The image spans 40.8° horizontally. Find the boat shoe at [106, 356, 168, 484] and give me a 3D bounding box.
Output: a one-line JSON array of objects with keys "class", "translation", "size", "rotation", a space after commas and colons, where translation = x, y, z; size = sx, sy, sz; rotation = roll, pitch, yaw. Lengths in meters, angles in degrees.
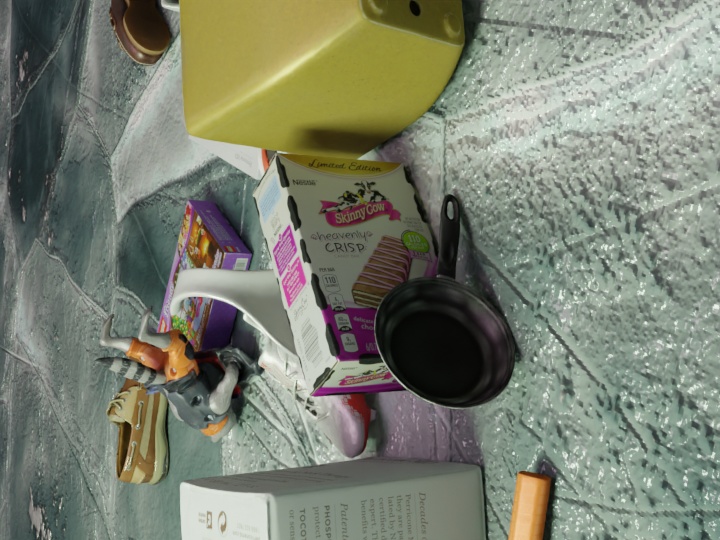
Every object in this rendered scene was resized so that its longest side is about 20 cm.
[{"class": "boat shoe", "translation": [-0.313, 0.197, 1.352], "size": [0.075, 0.073, 0.203], "rotation": [-24, 69, 54]}]

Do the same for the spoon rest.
[{"class": "spoon rest", "translation": [-0.081, 0.034, 0.904], "size": [0.061, 0.197, 0.101], "rotation": [97, -177, -67]}]

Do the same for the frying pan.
[{"class": "frying pan", "translation": [0.052, 0.025, 0.758], "size": [0.031, 0.113, 0.192], "rotation": [115, 142, -50]}]

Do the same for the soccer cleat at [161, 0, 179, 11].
[{"class": "soccer cleat", "translation": [-0.166, -0.351, 1.125], "size": [0.199, 0.084, 0.070], "rotation": [-24, 69, 55]}]

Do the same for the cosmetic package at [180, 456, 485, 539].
[{"class": "cosmetic package", "translation": [-0.023, 0.246, 0.781], "size": [0.167, 0.198, 0.169], "rotation": [-12, 79, 56]}]

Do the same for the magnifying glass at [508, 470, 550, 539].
[{"class": "magnifying glass", "translation": [0.114, 0.251, 0.713], "size": [0.079, 0.022, 0.203], "rotation": [8, 91, 28]}]

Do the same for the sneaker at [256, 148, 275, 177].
[{"class": "sneaker", "translation": [-0.046, -0.081, 0.974], "size": [0.081, 0.077, 0.203], "rotation": [-20, 72, 29]}]

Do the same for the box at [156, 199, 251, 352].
[{"class": "box", "translation": [-0.200, 0.032, 1.215], "size": [0.137, 0.039, 0.202], "rotation": [48, 127, 48]}]

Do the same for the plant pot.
[{"class": "plant pot", "translation": [-0.021, -0.220, 0.823], "size": [0.199, 0.192, 0.199], "rotation": [-13, 77, 49]}]

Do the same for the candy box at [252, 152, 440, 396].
[{"class": "candy box", "translation": [0.000, 0.000, 0.816], "size": [0.061, 0.135, 0.202], "rotation": [-52, 48, 45]}]

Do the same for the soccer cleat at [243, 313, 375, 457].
[{"class": "soccer cleat", "translation": [-0.053, 0.100, 0.941], "size": [0.069, 0.084, 0.201], "rotation": [-61, 41, 35]}]

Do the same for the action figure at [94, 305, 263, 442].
[{"class": "action figure", "translation": [-0.222, 0.131, 1.121], "size": [0.199, 0.194, 0.105], "rotation": [-22, 32, 40]}]

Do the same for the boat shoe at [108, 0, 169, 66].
[{"class": "boat shoe", "translation": [-0.324, -0.350, 1.401], "size": [0.071, 0.070, 0.201], "rotation": [-54, 37, 31]}]

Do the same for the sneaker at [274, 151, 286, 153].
[{"class": "sneaker", "translation": [-0.099, -0.196, 0.963], "size": [0.107, 0.070, 0.203], "rotation": [-7, 80, 27]}]

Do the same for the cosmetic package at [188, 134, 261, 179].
[{"class": "cosmetic package", "translation": [-0.128, -0.199, 1.103], "size": [0.200, 0.051, 0.153], "rotation": [33, 114, 52]}]
